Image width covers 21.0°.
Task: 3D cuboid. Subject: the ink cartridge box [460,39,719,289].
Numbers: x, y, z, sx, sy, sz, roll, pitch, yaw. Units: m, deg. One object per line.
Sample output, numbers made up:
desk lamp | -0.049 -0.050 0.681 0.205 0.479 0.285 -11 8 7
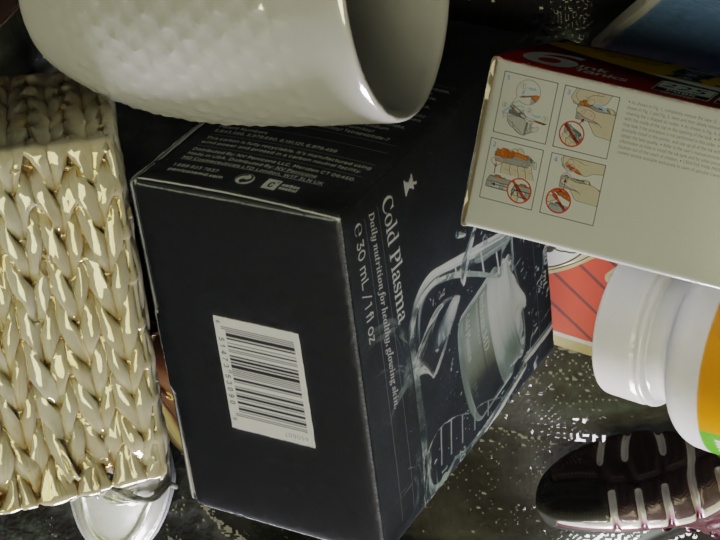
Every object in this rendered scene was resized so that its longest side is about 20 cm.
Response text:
ink cartridge box | 0.171 -0.049 0.923 0.200 0.176 0.084 15 104 17

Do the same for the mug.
mug | -0.069 -0.161 0.888 0.175 0.148 0.200 1 130 21

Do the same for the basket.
basket | -0.169 0.009 0.963 0.123 0.136 0.200 -8 113 -7

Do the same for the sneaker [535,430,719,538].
sneaker | 0.210 0.151 1.138 0.200 0.076 0.116 -12 122 17

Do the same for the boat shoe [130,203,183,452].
boat shoe | -0.104 0.030 1.084 0.067 0.072 0.200 8 139 50

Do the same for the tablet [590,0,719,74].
tablet | 0.223 -0.090 0.955 0.200 0.014 0.130 22 164 -9

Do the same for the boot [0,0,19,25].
boot | -0.177 -0.184 0.939 0.072 0.166 0.200 32 125 2

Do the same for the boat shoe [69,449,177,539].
boat shoe | -0.147 0.112 1.176 0.074 0.086 0.202 16 124 1

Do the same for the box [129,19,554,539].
box | 0.000 0.000 0.993 0.124 0.197 0.200 11 127 28

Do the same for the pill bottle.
pill bottle | 0.223 0.049 0.981 0.200 0.111 0.111 15 128 31

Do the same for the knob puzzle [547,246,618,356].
knob puzzle | 0.163 -0.015 1.065 0.219 0.030 0.220 5 123 8
